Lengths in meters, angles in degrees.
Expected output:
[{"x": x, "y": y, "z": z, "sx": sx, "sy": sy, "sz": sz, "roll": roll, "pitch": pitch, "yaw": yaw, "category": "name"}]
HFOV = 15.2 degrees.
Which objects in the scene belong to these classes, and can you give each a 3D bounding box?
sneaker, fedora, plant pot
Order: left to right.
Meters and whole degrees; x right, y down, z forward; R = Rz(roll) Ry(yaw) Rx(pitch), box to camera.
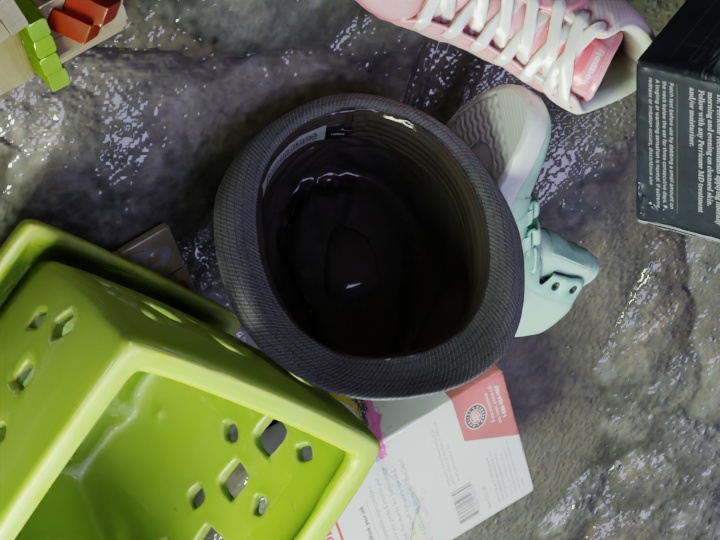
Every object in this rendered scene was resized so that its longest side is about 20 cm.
[{"x": -0.144, "y": 0.098, "z": 1.507, "sx": 0.199, "sy": 0.182, "sz": 0.200, "roll": 26, "pitch": 104, "yaw": -42, "category": "plant pot"}, {"x": 0.000, "y": 0.000, "z": 1.556, "sx": 0.176, "sy": 0.200, "sz": 0.090, "roll": -12, "pitch": 157, "yaw": -16, "category": "fedora"}, {"x": 0.089, "y": -0.148, "z": 1.549, "sx": 0.200, "sy": 0.105, "sz": 0.075, "roll": 12, "pitch": 116, "yaw": -37, "category": "sneaker"}, {"x": 0.099, "y": -0.035, "z": 1.645, "sx": 0.118, "sy": 0.074, "sz": 0.201, "roll": -1, "pitch": 137, "yaw": -27, "category": "sneaker"}]

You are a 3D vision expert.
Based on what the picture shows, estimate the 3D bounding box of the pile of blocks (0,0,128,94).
[{"x": -0.205, "y": -0.116, "z": 1.405, "sx": 0.200, "sy": 0.062, "sz": 0.082, "roll": -9, "pitch": 126, "yaw": -27, "category": "pile of blocks"}]

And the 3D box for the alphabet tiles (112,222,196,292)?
[{"x": -0.156, "y": 0.084, "z": 1.620, "sx": 0.167, "sy": 0.008, "sz": 0.200, "roll": -31, "pitch": 133, "yaw": -11, "category": "alphabet tiles"}]

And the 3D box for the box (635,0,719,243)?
[{"x": 0.291, "y": -0.104, "z": 1.598, "sx": 0.200, "sy": 0.196, "sz": 0.124, "roll": -49, "pitch": 147, "yaw": -42, "category": "box"}]

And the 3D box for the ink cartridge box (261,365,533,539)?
[{"x": 0.002, "y": 0.135, "z": 1.719, "sx": 0.200, "sy": 0.067, "sz": 0.117, "roll": -30, "pitch": 133, "yaw": -14, "category": "ink cartridge box"}]
